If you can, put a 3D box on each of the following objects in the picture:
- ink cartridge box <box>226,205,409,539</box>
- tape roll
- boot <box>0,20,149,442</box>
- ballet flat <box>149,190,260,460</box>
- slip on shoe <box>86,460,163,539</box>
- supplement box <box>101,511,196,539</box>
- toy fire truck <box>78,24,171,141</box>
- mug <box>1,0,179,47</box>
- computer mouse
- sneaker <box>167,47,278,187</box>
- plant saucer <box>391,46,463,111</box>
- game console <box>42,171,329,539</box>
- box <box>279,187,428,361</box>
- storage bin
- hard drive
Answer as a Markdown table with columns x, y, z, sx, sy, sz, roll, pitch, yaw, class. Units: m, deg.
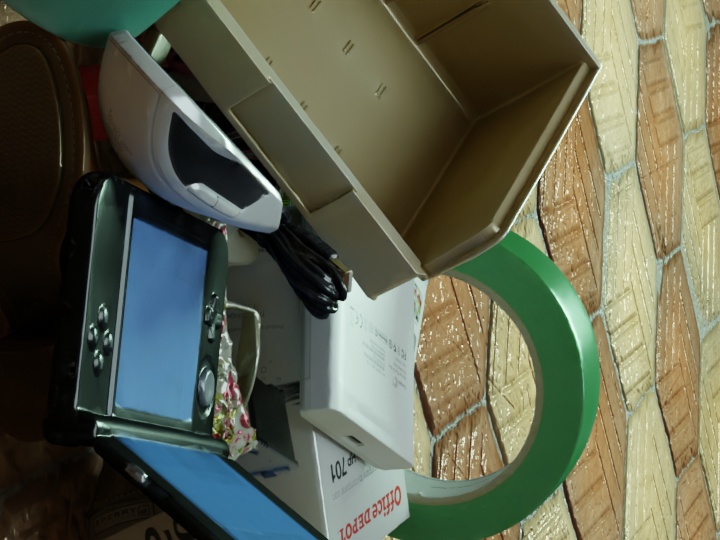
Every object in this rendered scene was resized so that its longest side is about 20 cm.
| x | y | z | sx | sy | sz | roll | pitch | yaw | class |
| --- | --- | --- | --- | --- | --- | --- | --- | --- | --- |
| -0.041 | 0.068 | 1.282 | 0.146 | 0.085 | 0.202 | -26 | 109 | -69 | ink cartridge box |
| 0.047 | 0.067 | 1.360 | 0.048 | 0.199 | 0.202 | -27 | 112 | -69 | tape roll |
| -0.135 | -0.029 | 1.058 | 0.155 | 0.073 | 0.202 | -39 | 134 | -66 | boot |
| -0.085 | 0.012 | 1.176 | 0.076 | 0.064 | 0.202 | -163 | -109 | -63 | ballet flat |
| -0.087 | 0.149 | 1.171 | 0.200 | 0.076 | 0.061 | 48 | 26 | -54 | slip on shoe |
| -0.060 | 0.216 | 1.100 | 0.200 | 0.073 | 0.127 | 56 | 12 | -56 | supplement box |
| -0.117 | -0.165 | 1.160 | 0.200 | 0.048 | 0.142 | -60 | 142 | -59 | toy fire truck |
| -0.112 | -0.203 | 0.997 | 0.152 | 0.114 | 0.185 | 42 | 29 | -20 | mug |
| -0.075 | -0.045 | 1.033 | 0.110 | 0.044 | 0.200 | 48 | 1 | 35 | computer mouse |
| -0.067 | -0.077 | 1.279 | 0.200 | 0.080 | 0.087 | 8 | 95 | -66 | sneaker |
| 0.000 | -0.134 | 1.365 | 0.037 | 0.200 | 0.200 | -48 | 158 | 6 | plant saucer |
| -0.057 | 0.057 | 1.014 | 0.200 | 0.116 | 0.177 | 32 | 63 | -75 | game console |
| -0.002 | -0.017 | 1.481 | 0.200 | 0.034 | 0.111 | 63 | 30 | -49 | box |
| 0.011 | -0.121 | 1.167 | 0.200 | 0.093 | 0.199 | 52 | 37 | -15 | storage bin |
| 0.000 | 0.000 | 1.250 | 0.132 | 0.026 | 0.201 | 42 | 44 | -62 | hard drive |
